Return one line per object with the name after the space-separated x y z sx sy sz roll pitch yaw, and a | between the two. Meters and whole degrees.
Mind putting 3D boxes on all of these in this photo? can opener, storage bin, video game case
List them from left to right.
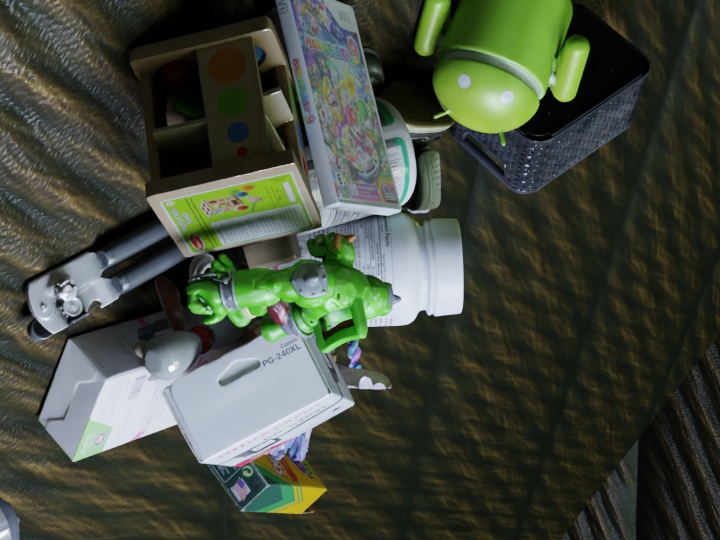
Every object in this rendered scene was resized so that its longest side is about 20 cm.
-0.230 -0.002 1.509 0.199 0.053 0.066 -31 -175 -28 | can opener
-0.019 -0.151 1.444 0.018 0.202 0.143 -17 173 23 | video game case
0.213 -0.197 1.818 0.199 0.135 0.094 -33 154 -27 | storage bin

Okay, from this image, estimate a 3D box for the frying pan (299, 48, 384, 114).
-0.038 -0.141 1.628 0.191 0.031 0.115 -54 154 10 | frying pan

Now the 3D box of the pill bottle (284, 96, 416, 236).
-0.056 -0.092 1.535 0.199 0.113 0.114 -16 145 -27 | pill bottle

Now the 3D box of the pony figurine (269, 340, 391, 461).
-0.057 0.124 1.885 0.201 0.166 0.193 -63 -177 14 | pony figurine

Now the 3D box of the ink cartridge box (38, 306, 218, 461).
-0.223 0.109 1.659 0.199 0.067 0.118 -16 141 -48 | ink cartridge box

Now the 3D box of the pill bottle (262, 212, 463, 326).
0.000 0.000 1.603 0.198 0.114 0.114 -2 148 -2 | pill bottle

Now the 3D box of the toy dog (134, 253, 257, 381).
-0.171 0.048 1.576 0.200 0.096 0.133 19 83 -70 | toy dog

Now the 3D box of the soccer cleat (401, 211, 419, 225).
0.017 -0.028 1.824 0.065 0.084 0.200 -54 155 20 | soccer cleat

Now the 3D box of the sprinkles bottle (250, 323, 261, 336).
-0.132 0.130 1.779 0.068 0.068 0.200 -26 167 -38 | sprinkles bottle

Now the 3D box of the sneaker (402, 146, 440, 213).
0.023 -0.098 1.739 0.113 0.076 0.200 -2 -177 -5 | sneaker

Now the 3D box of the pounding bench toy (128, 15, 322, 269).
-0.108 -0.104 1.389 0.123 0.157 0.200 -13 156 5 | pounding bench toy

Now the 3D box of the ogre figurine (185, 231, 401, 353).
-0.047 0.024 1.389 0.119 0.099 0.200 -10 148 30 | ogre figurine

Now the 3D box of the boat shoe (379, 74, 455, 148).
0.060 -0.158 1.681 0.066 0.072 0.201 -51 172 26 | boat shoe

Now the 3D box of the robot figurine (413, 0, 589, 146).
0.144 -0.229 1.632 0.116 0.174 0.201 85 25 -76 | robot figurine

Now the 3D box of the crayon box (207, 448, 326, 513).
-0.118 0.231 1.954 0.051 0.127 0.200 -43 159 11 | crayon box

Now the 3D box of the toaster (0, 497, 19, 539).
-0.414 0.281 1.562 0.129 0.114 0.201 -24 150 -34 | toaster

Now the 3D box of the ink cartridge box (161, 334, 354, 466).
-0.095 0.125 1.580 0.144 0.084 0.200 -28 171 2 | ink cartridge box
